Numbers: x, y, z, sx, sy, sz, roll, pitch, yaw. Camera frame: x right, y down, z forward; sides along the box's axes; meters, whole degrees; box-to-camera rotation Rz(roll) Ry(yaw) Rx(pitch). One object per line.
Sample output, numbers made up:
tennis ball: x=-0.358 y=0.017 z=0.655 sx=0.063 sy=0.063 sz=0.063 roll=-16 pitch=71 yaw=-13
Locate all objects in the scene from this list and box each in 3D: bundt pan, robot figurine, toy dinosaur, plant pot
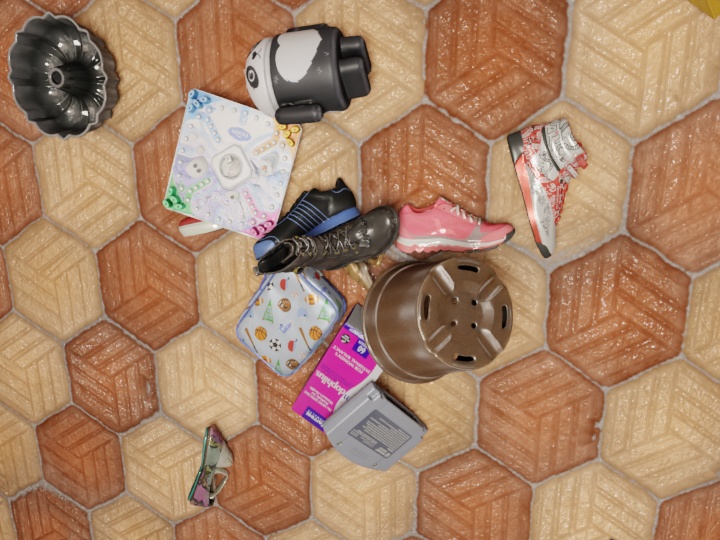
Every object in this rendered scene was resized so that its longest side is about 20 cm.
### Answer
bundt pan: x=-0.510 y=-0.336 z=0.970 sx=0.196 sy=0.076 sz=0.208 roll=3 pitch=104 yaw=11
robot figurine: x=-0.083 y=-0.308 z=0.858 sx=0.194 sy=0.151 sz=0.128 roll=-3 pitch=117 yaw=12
toy dinosaur: x=0.000 y=0.000 z=0.954 sx=0.200 sy=0.060 sz=0.107 roll=48 pitch=114 yaw=21
plant pot: x=0.120 y=0.072 z=0.834 sx=0.194 sy=0.198 sz=0.207 roll=2 pitch=81 yaw=-15

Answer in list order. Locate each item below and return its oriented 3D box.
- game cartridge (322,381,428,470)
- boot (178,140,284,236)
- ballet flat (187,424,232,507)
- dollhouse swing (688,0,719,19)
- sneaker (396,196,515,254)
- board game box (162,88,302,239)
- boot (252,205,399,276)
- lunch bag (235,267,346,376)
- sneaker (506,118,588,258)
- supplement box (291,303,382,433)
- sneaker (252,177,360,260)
game cartridge: x=0.024 y=0.283 z=0.971 sx=0.132 sy=0.042 sz=0.200 roll=-37 pitch=131 yaw=8
boot: x=-0.246 y=-0.150 z=0.966 sx=0.195 sy=0.073 sz=0.148 roll=-20 pitch=99 yaw=8
ballet flat: x=-0.302 y=0.403 z=1.128 sx=0.069 sy=0.070 sz=0.204 roll=15 pitch=112 yaw=-11
dollhouse swing: x=0.474 y=-0.499 z=0.736 sx=0.180 sy=0.178 sz=0.200 roll=27 pitch=114 yaw=-40
sneaker: x=0.151 y=-0.076 z=0.895 sx=0.194 sy=0.074 sz=0.090 roll=-2 pitch=103 yaw=13
board game box: x=-0.216 y=-0.172 z=0.916 sx=0.195 sy=0.026 sz=0.205 roll=17 pitch=99 yaw=-2
boot: x=-0.049 y=-0.037 z=0.845 sx=0.197 sy=0.173 sz=0.071 roll=-30 pitch=78 yaw=31
lunch bag: x=-0.128 y=0.078 z=0.996 sx=0.160 sy=0.076 sz=0.201 roll=41 pitch=110 yaw=2
sneaker: x=0.304 y=-0.128 z=0.851 sx=0.105 sy=0.067 sz=0.207 roll=-16 pitch=98 yaw=18
supplement box: x=-0.026 y=0.180 z=0.986 sx=0.100 sy=0.104 sz=0.202 roll=32 pitch=110 yaw=1
sneaker: x=-0.098 y=-0.086 z=0.921 sx=0.196 sy=0.070 sz=0.079 roll=-26 pitch=86 yaw=-18
